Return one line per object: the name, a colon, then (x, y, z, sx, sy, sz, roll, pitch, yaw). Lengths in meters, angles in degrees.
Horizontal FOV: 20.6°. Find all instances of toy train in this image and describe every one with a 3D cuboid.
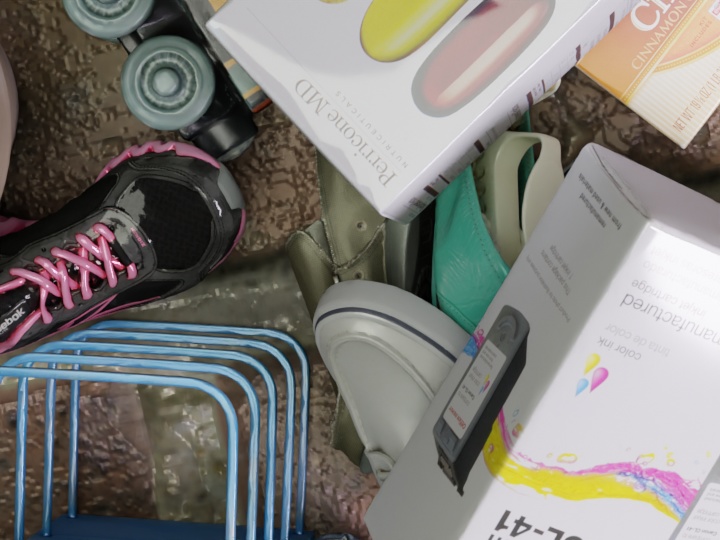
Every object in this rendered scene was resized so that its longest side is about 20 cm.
toy train: (-0.093, -0.155, 0.972, 0.114, 0.085, 0.200, -33, 93, 2)

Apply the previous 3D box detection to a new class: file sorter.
file sorter: (-0.103, 0.096, 0.949, 0.138, 0.200, 0.123, 4, 95, 8)

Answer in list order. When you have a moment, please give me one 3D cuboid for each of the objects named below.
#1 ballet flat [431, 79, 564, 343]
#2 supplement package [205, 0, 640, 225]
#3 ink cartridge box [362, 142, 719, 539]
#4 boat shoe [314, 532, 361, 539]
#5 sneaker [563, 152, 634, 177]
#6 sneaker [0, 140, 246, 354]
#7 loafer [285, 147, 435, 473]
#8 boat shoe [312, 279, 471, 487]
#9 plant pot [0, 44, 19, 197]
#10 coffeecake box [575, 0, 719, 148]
ballet flat: (0.065, -0.064, 0.930, 0.070, 0.067, 0.201, -19, 67, 37)
supplement package: (0.049, -0.128, 0.846, 0.200, 0.110, 0.114, -45, 84, 4)
ink cartridge box: (0.116, 0.069, 0.841, 0.147, 0.086, 0.200, 21, 107, -22)
boat shoe: (0.008, 0.228, 0.954, 0.071, 0.091, 0.201, -24, 54, 23)
sneaker: (0.099, 0.043, 0.972, 0.078, 0.079, 0.201, 10, 101, 6)
sneaker: (-0.146, 0.003, 0.969, 0.199, 0.095, 0.079, -22, 107, 28)
loafer: (0.000, 0.000, 0.988, 0.069, 0.075, 0.201, 4, 90, 14)
boat shoe: (0.038, 0.093, 0.919, 0.072, 0.066, 0.200, -13, 124, 33)
plant pot: (-0.248, -0.074, 0.956, 0.199, 0.174, 0.201, 1, 98, 7)
coffeecake box: (0.122, -0.181, 0.938, 0.200, 0.073, 0.154, 38, 103, 2)
